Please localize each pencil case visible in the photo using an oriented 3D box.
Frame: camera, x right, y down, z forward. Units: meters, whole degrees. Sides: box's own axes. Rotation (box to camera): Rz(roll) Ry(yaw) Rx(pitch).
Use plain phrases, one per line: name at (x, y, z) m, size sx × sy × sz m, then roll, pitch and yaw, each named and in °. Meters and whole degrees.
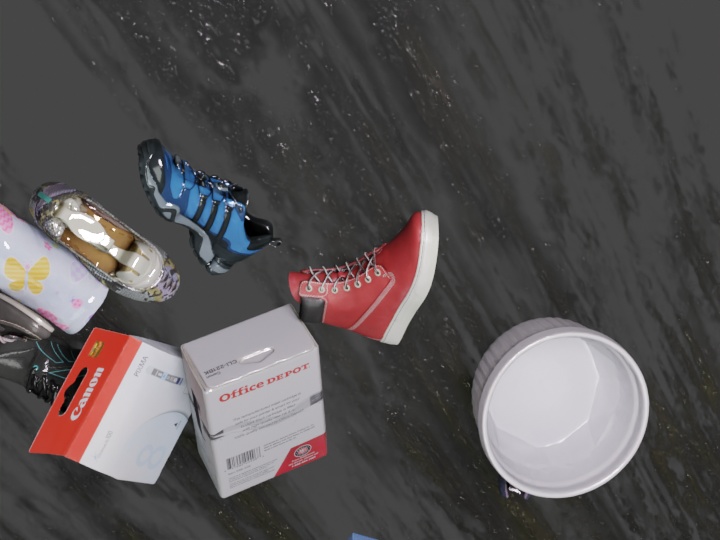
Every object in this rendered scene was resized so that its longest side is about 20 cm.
pencil case at (-0.368, -0.013, 1.549) m, size 0.199 × 0.091 × 0.083 m, roll 36°, pitch 100°, yaw -31°

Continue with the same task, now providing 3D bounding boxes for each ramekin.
ramekin at (0.221, 0.150, 1.641) m, size 0.198 × 0.105 × 0.202 m, roll -3°, pitch 107°, yaw -10°

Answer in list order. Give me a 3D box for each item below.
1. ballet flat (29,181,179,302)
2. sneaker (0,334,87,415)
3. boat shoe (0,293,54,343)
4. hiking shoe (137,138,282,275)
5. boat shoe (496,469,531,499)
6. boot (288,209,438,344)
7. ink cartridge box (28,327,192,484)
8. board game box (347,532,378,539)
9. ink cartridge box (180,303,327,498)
ballet flat at (-0.269, -0.022, 1.539) m, size 0.072 × 0.072 × 0.200 m, roll -34°, pitch 124°, yaw 30°
sneaker at (-0.353, 0.128, 1.692) m, size 0.198 × 0.080 × 0.076 m, roll 10°, pitch 134°, yaw -8°
boat shoe at (-0.407, 0.050, 1.554) m, size 0.199 × 0.057 × 0.067 m, roll 22°, pitch 166°, yaw 39°
hiking shoe at (-0.163, -0.080, 1.498) m, size 0.086 × 0.075 × 0.200 m, roll -23°, pitch 140°, yaw 12°
boat shoe at (0.205, 0.193, 1.737) m, size 0.074 × 0.093 × 0.201 m, roll 2°, pitch 134°, yaw -1°
boot at (0.000, 0.000, 1.568) m, size 0.143 × 0.073 × 0.201 m, roll 14°, pitch 137°, yaw -10°
ink cartridge box at (-0.267, 0.157, 1.625) m, size 0.161 × 0.047 × 0.200 m, roll -61°, pitch 152°, yaw 3°
board game box at (0.047, 0.452, 2.036) m, size 0.198 × 0.037 × 0.152 m, roll 19°, pitch 132°, yaw -18°
ink cartridge box at (-0.123, 0.154, 1.674) m, size 0.143 × 0.084 × 0.201 m, roll -21°, pitch 138°, yaw -18°
